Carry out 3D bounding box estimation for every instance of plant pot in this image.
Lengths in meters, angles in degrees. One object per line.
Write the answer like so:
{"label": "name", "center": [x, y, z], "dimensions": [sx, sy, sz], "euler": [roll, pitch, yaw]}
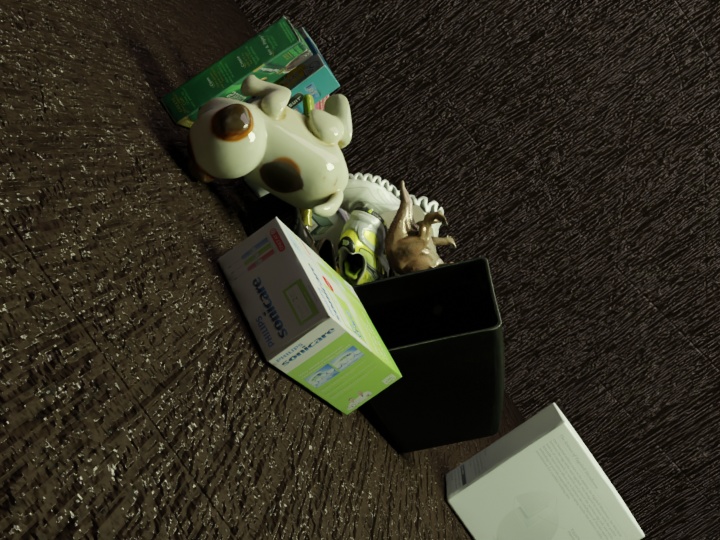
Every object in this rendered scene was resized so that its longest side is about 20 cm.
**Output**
{"label": "plant pot", "center": [0.095, 0.121, 1.333], "dimensions": [0.200, 0.199, 0.178], "euler": [-87, 163, -65]}

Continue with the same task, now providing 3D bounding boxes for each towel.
{"label": "towel", "center": [-0.085, -0.134, 1.437], "dimensions": [0.144, 0.023, 0.201], "euler": [141, -48, -76]}

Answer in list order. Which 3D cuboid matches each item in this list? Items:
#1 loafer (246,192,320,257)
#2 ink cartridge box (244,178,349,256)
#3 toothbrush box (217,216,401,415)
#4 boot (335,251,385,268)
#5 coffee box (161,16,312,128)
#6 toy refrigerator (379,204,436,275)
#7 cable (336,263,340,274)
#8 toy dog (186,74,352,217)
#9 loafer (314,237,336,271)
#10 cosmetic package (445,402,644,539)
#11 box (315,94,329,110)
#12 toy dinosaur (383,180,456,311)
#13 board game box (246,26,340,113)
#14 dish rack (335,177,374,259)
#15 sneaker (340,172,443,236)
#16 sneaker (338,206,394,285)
{"label": "loafer", "center": [-0.092, -0.020, 1.319], "dimensions": [0.071, 0.073, 0.200], "euler": [65, -1, -53]}
{"label": "ink cartridge box", "center": [-0.101, -0.124, 1.621], "dimensions": [0.200, 0.084, 0.146], "euler": [51, 9, -31]}
{"label": "toothbrush box", "center": [-0.053, 0.055, 1.125], "dimensions": [0.200, 0.086, 0.146], "euler": [43, 14, -55]}
{"label": "boot", "center": [-0.004, -0.010, 1.657], "dimensions": [0.073, 0.200, 0.151], "euler": [51, 44, -8]}
{"label": "coffee box", "center": [-0.164, -0.263, 1.378], "dimensions": [0.044, 0.200, 0.123], "euler": [58, 6, 1]}
{"label": "toy refrigerator", "center": [0.077, 0.010, 1.535], "dimensions": [0.076, 0.070, 0.201], "euler": [-116, -166, -56]}
{"label": "cable", "center": [-0.027, 0.068, 1.507], "dimensions": [0.200, 0.050, 0.097], "euler": [-82, 155, -62]}
{"label": "toy dog", "center": [-0.123, -0.148, 1.265], "dimensions": [0.199, 0.139, 0.195], "euler": [12, 55, -36]}
{"label": "loafer", "center": [-0.054, 0.012, 1.394], "dimensions": [0.072, 0.063, 0.200], "euler": [51, 8, -31]}
{"label": "cosmetic package", "center": [0.258, 0.334, 1.448], "dimensions": [0.200, 0.200, 0.123], "euler": [55, 7, -3]}
{"label": "box", "center": [-0.102, -0.229, 1.708], "dimensions": [0.095, 0.102, 0.201], "euler": [-117, -161, -52]}
{"label": "toy dinosaur", "center": [0.069, -0.017, 1.424], "dimensions": [0.086, 0.135, 0.201], "euler": [-104, 170, -64]}
{"label": "board game box", "center": [-0.141, -0.273, 1.566], "dimensions": [0.047, 0.200, 0.151], "euler": [50, 9, -37]}
{"label": "dish rack", "center": [0.011, -0.044, 1.759], "dimensions": [0.200, 0.171, 0.044], "euler": [54, 31, -7]}
{"label": "sneaker", "center": [0.036, -0.089, 1.562], "dimensions": [0.199, 0.075, 0.081], "euler": [18, 56, -16]}
{"label": "sneaker", "center": [0.000, 0.000, 1.462], "dimensions": [0.075, 0.076, 0.200], "euler": [19, -37, 29]}
